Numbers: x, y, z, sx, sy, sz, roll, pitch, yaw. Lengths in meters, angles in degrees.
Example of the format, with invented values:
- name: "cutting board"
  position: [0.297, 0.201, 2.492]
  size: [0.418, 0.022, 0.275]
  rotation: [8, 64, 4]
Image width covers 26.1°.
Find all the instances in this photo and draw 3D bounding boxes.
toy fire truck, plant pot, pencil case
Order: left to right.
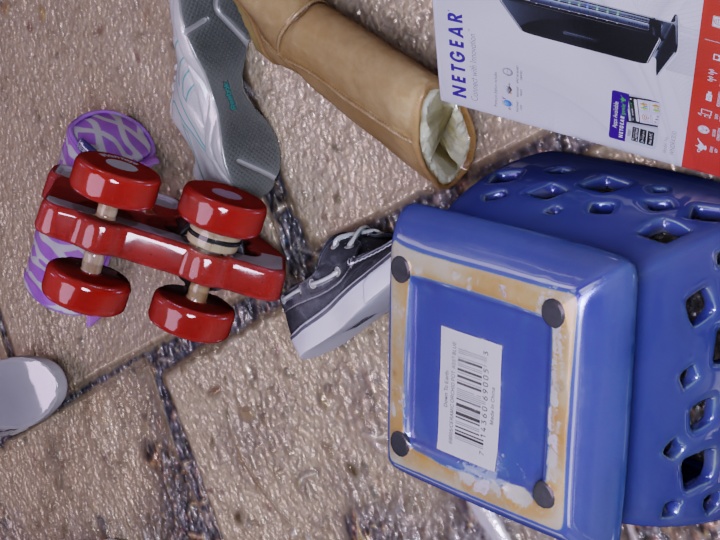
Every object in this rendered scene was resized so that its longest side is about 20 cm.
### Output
- name: "pencil case"
  position: [-0.239, -0.049, 1.381]
  size: [0.085, 0.084, 0.200]
  rotation: [34, 129, 9]
- name: "toy fire truck"
  position: [-0.155, -0.031, 1.217]
  size: [0.168, 0.200, 0.112]
  rotation: [-101, 28, -72]
- name: "plant pot"
  position: [0.125, 0.048, 0.929]
  size: [0.200, 0.180, 0.201]
  rotation: [18, 114, 43]

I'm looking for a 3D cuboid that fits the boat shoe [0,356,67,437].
- name: "boat shoe"
  position: [-0.354, 0.133, 1.562]
  size: [0.200, 0.066, 0.072]
  rotation: [-30, 83, 35]

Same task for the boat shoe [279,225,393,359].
- name: "boat shoe"
  position: [0.000, 0.000, 1.140]
  size: [0.200, 0.072, 0.068]
  rotation: [-39, 73, 54]

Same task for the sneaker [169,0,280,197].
- name: "sneaker"
  position: [-0.125, -0.153, 1.229]
  size: [0.080, 0.070, 0.201]
  rotation: [-2, 100, 51]

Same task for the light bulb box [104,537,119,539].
- name: "light bulb box"
  position: [-0.243, 0.338, 1.405]
  size: [0.200, 0.198, 0.125]
  rotation: [1, 100, 46]

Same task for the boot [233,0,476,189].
- name: "boot"
  position: [-0.014, -0.163, 1.067]
  size: [0.200, 0.066, 0.175]
  rotation: [41, 172, 35]

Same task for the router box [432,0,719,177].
- name: "router box"
  position: [0.129, -0.150, 0.846]
  size: [0.179, 0.049, 0.200]
  rotation: [17, 150, 18]
